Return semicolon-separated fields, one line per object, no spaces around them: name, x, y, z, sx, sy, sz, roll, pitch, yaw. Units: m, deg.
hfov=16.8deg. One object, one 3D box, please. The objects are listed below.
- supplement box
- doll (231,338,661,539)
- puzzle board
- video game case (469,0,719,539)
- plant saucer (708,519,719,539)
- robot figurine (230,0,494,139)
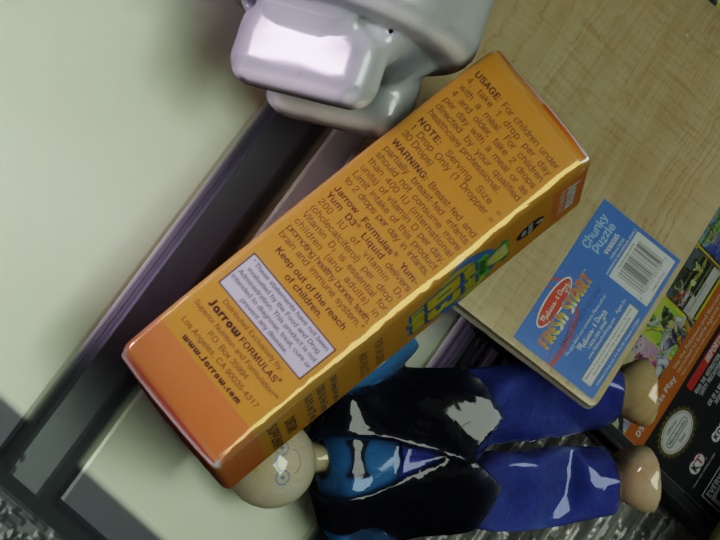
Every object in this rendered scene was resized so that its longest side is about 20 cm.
supplement box;0.000;0.000;1.000;0.200;0.067;0.069;-41;79;-7
doll;0.034;0.074;1.069;0.199;0.048;0.137;-4;97;-22
puzzle board;0.092;-0.059;1.091;0.151;0.017;0.200;37;67;-7
video game case;0.166;0.000;1.168;0.181;0.025;0.200;42;72;-27
plant saucer;0.222;0.169;1.195;0.199;0.031;0.201;-9;105;-36
robot figurine;0.012;-0.159;1.011;0.170;0.112;0.201;43;65;-68
